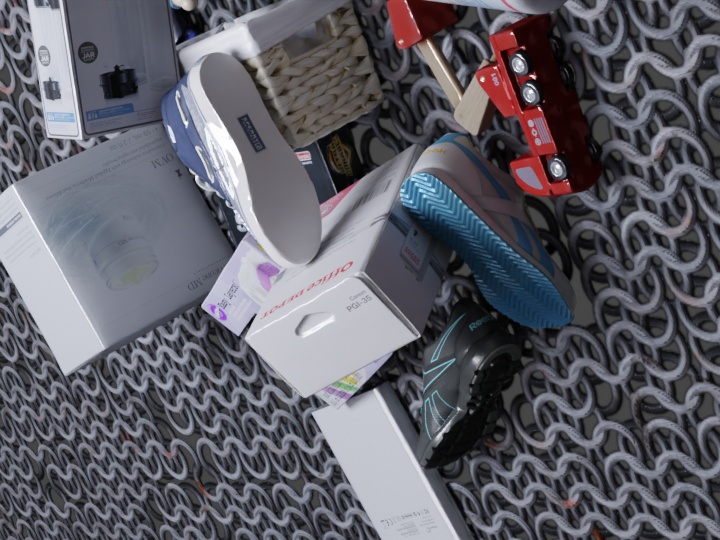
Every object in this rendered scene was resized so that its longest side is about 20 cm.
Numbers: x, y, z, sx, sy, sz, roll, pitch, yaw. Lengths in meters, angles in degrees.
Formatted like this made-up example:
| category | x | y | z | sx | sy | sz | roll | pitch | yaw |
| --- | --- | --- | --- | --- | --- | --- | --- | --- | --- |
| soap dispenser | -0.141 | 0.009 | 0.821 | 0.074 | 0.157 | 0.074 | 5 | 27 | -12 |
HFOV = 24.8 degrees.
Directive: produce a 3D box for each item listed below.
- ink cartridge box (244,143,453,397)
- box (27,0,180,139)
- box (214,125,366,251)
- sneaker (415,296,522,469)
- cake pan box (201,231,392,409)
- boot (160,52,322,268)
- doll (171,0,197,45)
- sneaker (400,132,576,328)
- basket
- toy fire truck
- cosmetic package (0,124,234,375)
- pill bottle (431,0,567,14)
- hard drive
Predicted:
| category | x | y | z | sx | sy | sz | roll | pitch | yaw |
| --- | --- | --- | --- | --- | --- | --- | --- | --- | --- |
| ink cartridge box | 0.000 | 0.000 | 1.436 | 0.146 | 0.200 | 0.083 | -30 | 112 | 35 |
| box | -0.230 | -0.224 | 1.453 | 0.060 | 0.116 | 0.201 | 8 | 108 | 49 |
| box | -0.061 | -0.057 | 1.636 | 0.200 | 0.046 | 0.160 | -2 | 114 | 50 |
| sneaker | 0.094 | 0.110 | 1.561 | 0.079 | 0.075 | 0.200 | 54 | 139 | 31 |
| cake pan box | -0.057 | 0.043 | 1.631 | 0.184 | 0.052 | 0.200 | 39 | 152 | -2 |
| boot | -0.105 | -0.086 | 1.436 | 0.090 | 0.073 | 0.201 | -30 | 82 | 53 |
| doll | -0.192 | -0.239 | 1.667 | 0.200 | 0.048 | 0.136 | 61 | 152 | 10 |
| sneaker | 0.124 | -0.033 | 1.415 | 0.076 | 0.081 | 0.200 | -22 | 116 | 45 |
| basket | -0.092 | -0.175 | 1.521 | 0.200 | 0.135 | 0.124 | -10 | 108 | 52 |
| toy fire truck | 0.112 | -0.152 | 1.366 | 0.141 | 0.049 | 0.201 | -7 | 109 | 52 |
| cosmetic package | -0.269 | -0.026 | 1.774 | 0.123 | 0.199 | 0.200 | -28 | 92 | 54 |
| pill bottle | 0.074 | -0.264 | 1.285 | 0.200 | 0.109 | 0.109 | 18 | 127 | 43 |
| hard drive | 0.035 | 0.220 | 1.727 | 0.132 | 0.026 | 0.201 | -26 | 93 | 54 |
